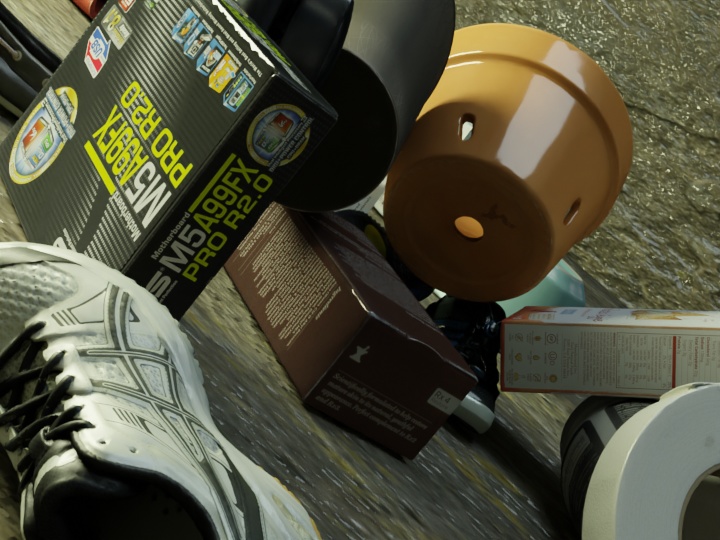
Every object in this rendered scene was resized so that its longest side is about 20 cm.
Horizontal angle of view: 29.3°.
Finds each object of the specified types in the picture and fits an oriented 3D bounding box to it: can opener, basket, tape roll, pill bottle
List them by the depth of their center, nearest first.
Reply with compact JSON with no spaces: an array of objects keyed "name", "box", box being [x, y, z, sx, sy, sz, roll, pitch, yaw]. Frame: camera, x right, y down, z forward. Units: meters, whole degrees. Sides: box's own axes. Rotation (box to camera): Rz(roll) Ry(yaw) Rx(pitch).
[{"name":"can opener","box":[-0.083,-0.092,0.801,0.078,0.201,0.063,33,4,14]},{"name":"tape roll","box":[0.224,0.170,0.833,0.202,0.204,0.037,37,-29,-10]},{"name":"basket","box":[-0.018,-0.127,0.937,0.135,0.181,0.200,31,26,-6]},{"name":"pill bottle","box":[0.203,0.158,0.974,0.116,0.117,0.200,38,10,-9]}]

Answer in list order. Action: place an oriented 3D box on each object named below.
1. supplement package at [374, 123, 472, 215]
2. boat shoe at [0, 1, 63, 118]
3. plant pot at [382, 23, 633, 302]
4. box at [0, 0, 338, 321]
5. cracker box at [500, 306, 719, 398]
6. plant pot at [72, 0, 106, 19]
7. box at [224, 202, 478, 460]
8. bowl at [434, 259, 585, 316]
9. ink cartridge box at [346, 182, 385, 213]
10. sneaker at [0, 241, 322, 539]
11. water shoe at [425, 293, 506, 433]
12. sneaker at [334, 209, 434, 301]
[{"name":"supplement package","box":[0.078,-0.138,1.704,0.151,0.151,0.200,29,15,-47]},{"name":"boat shoe","box":[-0.197,-0.118,0.902,0.199,0.057,0.067,35,11,-25]},{"name":"plant pot","box":[0.101,-0.071,1.078,0.199,0.200,0.140,38,44,-7]},{"name":"box","box":[-0.109,-0.068,0.710,0.044,0.161,0.200,33,13,-38]},{"name":"cracker box","box":[0.213,0.061,1.051,0.198,0.058,0.134,2,3,14]},{"name":"plant pot","box":[-0.236,-0.358,1.466,0.176,0.201,0.200,32,5,30]},{"name":"box","box":[-0.015,0.025,0.899,0.100,0.075,0.200,33,11,-34]},{"name":"bowl","box":[0.167,0.016,1.496,0.200,0.105,0.201,38,11,-9]},{"name":"ink cartridge box","box":[-0.094,-0.118,1.188,0.199,0.085,0.146,31,13,-38]},{"name":"sneaker","box":[-0.090,0.058,0.475,0.200,0.076,0.088,43,10,20]},{"name":"water shoe","box":[0.079,0.056,1.078,0.071,0.079,0.200,36,11,-14]},{"name":"sneaker","box":[0.000,0.000,1.101,0.200,0.078,0.067,10,60,-64]}]
